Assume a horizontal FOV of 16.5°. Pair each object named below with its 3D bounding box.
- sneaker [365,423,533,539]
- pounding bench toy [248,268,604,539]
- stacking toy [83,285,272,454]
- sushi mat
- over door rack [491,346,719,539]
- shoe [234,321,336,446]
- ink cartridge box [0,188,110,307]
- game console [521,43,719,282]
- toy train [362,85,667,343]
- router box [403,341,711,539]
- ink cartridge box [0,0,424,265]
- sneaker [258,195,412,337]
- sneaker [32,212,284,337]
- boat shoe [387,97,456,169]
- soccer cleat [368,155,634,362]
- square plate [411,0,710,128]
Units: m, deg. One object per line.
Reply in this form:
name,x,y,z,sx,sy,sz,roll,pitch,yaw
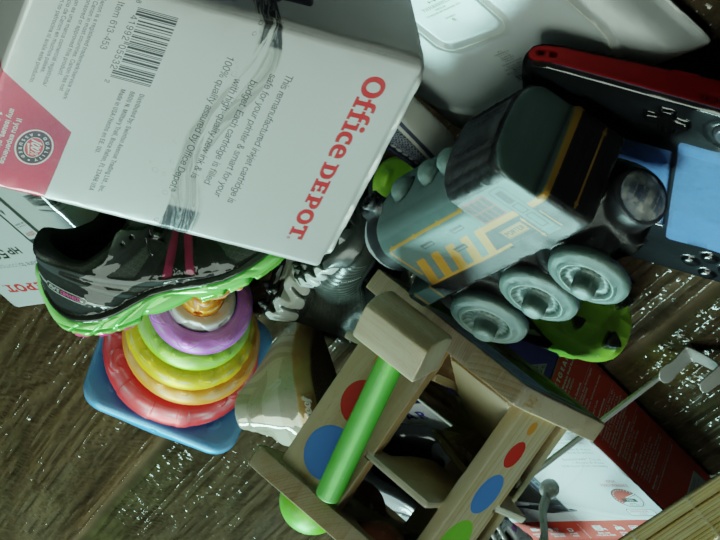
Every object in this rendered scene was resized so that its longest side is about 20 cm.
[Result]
sneaker,0.061,0.162,1.663,0.199,0.078,0.140,27,153,-7
pounding bench toy,0.018,0.100,1.434,0.124,0.156,0.200,38,-175,29
stacking toy,-0.110,0.030,1.627,0.115,0.110,0.200,21,156,-1
sushi mat,0.226,0.169,1.576,0.096,0.199,0.012,55,-176,-36
over door rack,0.154,0.143,1.582,0.148,0.199,0.067,61,180,-38
shoe,-0.047,0.072,1.624,0.053,0.070,0.200,-16,-174,5
ink cartridge box,-0.226,-0.069,1.577,0.145,0.085,0.200,-7,139,44
game console,0.171,-0.049,1.329,0.176,0.031,0.200,12,157,8
toy train,0.079,-0.028,1.325,0.114,0.086,0.200,34,154,-16
router box,0.109,0.119,1.688,0.199,0.049,0.179,-7,140,45
ink cartridge box,-0.087,-0.100,1.246,0.199,0.085,0.145,13,130,-18
sneaker,0.000,0.000,1.543,0.090,0.067,0.200,21,163,-8
sneaker,-0.109,-0.028,1.494,0.199,0.077,0.084,-25,119,7
boat shoe,-0.044,-0.095,1.360,0.200,0.093,0.075,37,-179,-17
soccer cleat,0.075,0.000,1.489,0.199,0.068,0.081,33,156,-23
square plate,0.048,-0.146,1.289,0.198,0.029,0.199,38,150,-25
